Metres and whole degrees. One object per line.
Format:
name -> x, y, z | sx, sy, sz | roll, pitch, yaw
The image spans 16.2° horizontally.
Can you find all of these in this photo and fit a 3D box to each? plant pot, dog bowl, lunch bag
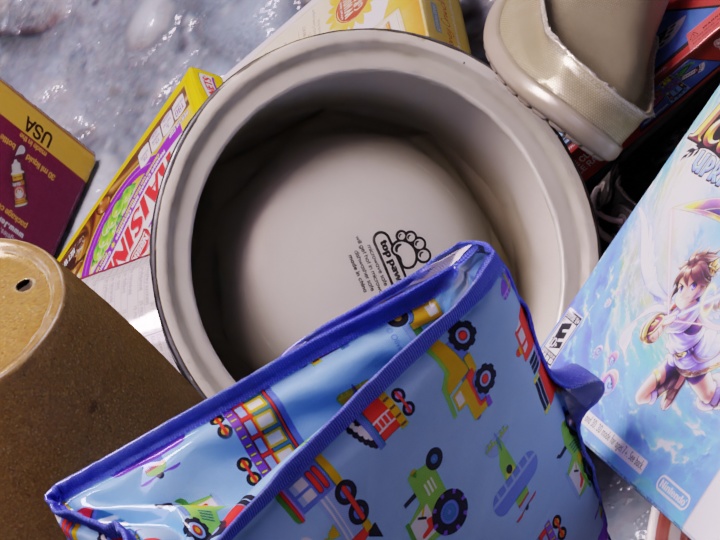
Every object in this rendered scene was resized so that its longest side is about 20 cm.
plant pot -> -0.126, 0.090, 0.996 | 0.186, 0.200, 0.187 | -12, 39, 10
dog bowl -> 0.000, 0.000, 1.107 | 0.200, 0.200, 0.074 | -65, 9, -15
lunch bag -> 0.012, 0.094, 0.929 | 0.200, 0.151, 0.094 | -36, 33, -17

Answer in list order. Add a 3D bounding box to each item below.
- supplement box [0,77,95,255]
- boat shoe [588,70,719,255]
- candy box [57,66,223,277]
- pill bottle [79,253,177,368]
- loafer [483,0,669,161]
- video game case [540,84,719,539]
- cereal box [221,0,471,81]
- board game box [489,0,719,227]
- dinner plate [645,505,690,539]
supplement box -> -0.257, -0.005, 1.432 | 0.131, 0.103, 0.200 | 4, 64, 43
boat shoe -> 0.146, -0.050, 1.144 | 0.200, 0.057, 0.067 | -42, 42, 10
candy box -> -0.122, -0.001, 1.324 | 0.200, 0.026, 0.102 | -53, 38, 25
pill bottle -> -0.074, 0.039, 1.221 | 0.200, 0.110, 0.110 | -19, 49, 15
loafer -> 0.103, -0.121, 1.133 | 0.068, 0.076, 0.200 | -46, 22, 26
video game case -> 0.160, 0.010, 0.983 | 0.181, 0.045, 0.200 | -55, 25, 3
cereal box -> -0.026, -0.067, 1.301 | 0.200, 0.039, 0.144 | -38, 42, 29
board game box -> 0.106, -0.080, 1.188 | 0.200, 0.019, 0.103 | -41, 23, 23
dinner plate -> 0.193, 0.086, 0.953 | 0.200, 0.024, 0.200 | -29, 40, 28
